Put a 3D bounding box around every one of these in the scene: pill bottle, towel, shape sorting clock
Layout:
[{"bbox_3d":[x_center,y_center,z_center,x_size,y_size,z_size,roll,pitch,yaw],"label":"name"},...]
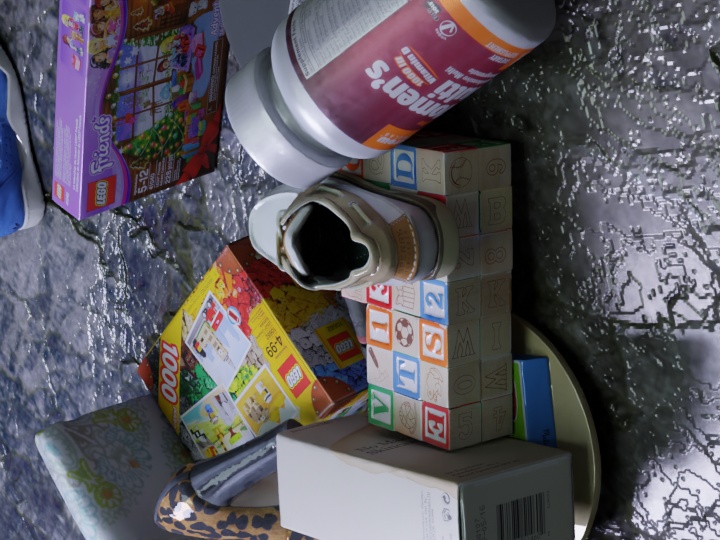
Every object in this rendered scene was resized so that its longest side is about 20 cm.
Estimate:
[{"bbox_3d":[0.015,-0.139,1.058,0.200,0.110,0.110,-34,82,32],"label":"pill bottle"},{"bbox_3d":[-0.151,0.182,1.373,0.048,0.200,0.171,-45,72,34],"label":"towel"},{"bbox_3d":[0.093,0.121,1.190,0.200,0.039,0.200,18,113,50],"label":"shape sorting clock"}]

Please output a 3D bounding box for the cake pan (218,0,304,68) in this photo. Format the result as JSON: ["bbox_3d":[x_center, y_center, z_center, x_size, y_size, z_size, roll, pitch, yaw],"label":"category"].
[{"bbox_3d":[-0.031,-0.187,1.181,0.200,0.037,0.200,23,124,39],"label":"cake pan"}]

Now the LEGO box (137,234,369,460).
[{"bbox_3d":[-0.076,0.078,1.329,0.149,0.077,0.200,55,139,14],"label":"LEGO box"}]

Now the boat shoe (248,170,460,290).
[{"bbox_3d":[-0.023,-0.026,1.116,0.200,0.068,0.075,3,101,54],"label":"boat shoe"}]

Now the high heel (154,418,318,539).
[{"bbox_3d":[-0.054,0.199,1.295,0.143,0.071,0.200,-29,125,22],"label":"high heel"}]

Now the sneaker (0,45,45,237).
[{"bbox_3d":[-0.364,-0.121,1.526,0.077,0.111,0.200,4,110,47],"label":"sneaker"}]

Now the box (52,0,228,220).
[{"bbox_3d":[-0.163,-0.147,1.269,0.039,0.137,0.200,35,132,33],"label":"box"}]

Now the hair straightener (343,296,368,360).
[{"bbox_3d":[0.000,0.000,1.231,0.077,0.041,0.200,31,-145,-82],"label":"hair straightener"}]

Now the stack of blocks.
[{"bbox_3d":[0.043,0.009,1.144,0.115,0.059,0.200,14,110,51],"label":"stack of blocks"}]

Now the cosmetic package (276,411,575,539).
[{"bbox_3d":[0.041,0.150,1.149,0.200,0.104,0.073,8,104,51],"label":"cosmetic package"}]
